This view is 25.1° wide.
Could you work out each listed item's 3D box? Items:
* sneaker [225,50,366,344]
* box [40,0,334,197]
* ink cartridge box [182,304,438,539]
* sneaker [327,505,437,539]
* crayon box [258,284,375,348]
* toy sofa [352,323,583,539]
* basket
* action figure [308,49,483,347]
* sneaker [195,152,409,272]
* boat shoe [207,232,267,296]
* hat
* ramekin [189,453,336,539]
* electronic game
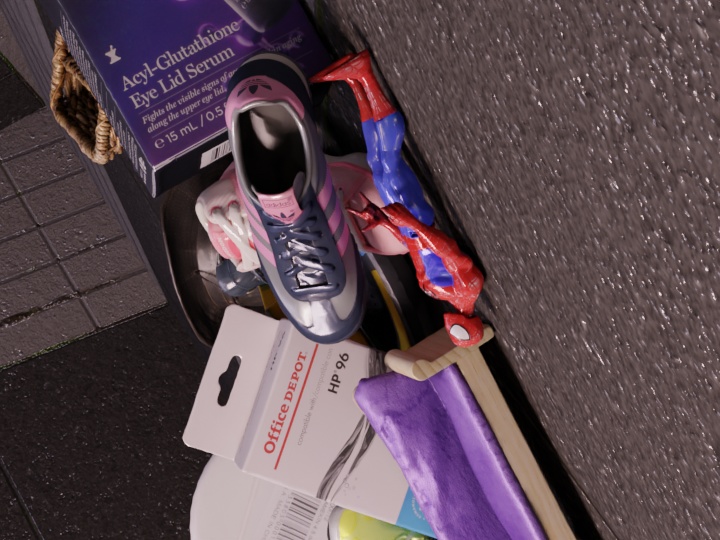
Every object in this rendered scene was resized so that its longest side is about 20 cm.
[{"bbox_3d":[-0.047,-0.035,1.039,0.082,0.069,0.202,-77,-29,-70],"label":"sneaker"},{"bbox_3d":[-0.130,-0.177,1.119,0.201,0.147,0.104,59,170,3],"label":"box"},{"bbox_3d":[-0.019,0.109,1.184,0.198,0.117,0.068,19,176,-10],"label":"ink cartridge box"},{"bbox_3d":[0.063,0.236,1.235,0.199,0.076,0.076,37,161,-9],"label":"sneaker"},{"bbox_3d":[-0.026,0.055,1.316,0.126,0.051,0.200,54,-179,-10],"label":"crayon box"},{"bbox_3d":[0.082,0.141,1.118,0.201,0.097,0.083,62,170,-8],"label":"toy sofa"},{"bbox_3d":[-0.242,-0.216,1.549,0.200,0.148,0.144,45,162,58],"label":"basket"},{"bbox_3d":[0.028,-0.040,1.029,0.201,0.051,0.065,60,165,-11],"label":"action figure"},{"bbox_3d":[-0.042,-0.033,1.132,0.199,0.104,0.076,22,144,49],"label":"sneaker"},{"bbox_3d":[-0.093,-0.033,1.367,0.075,0.062,0.200,52,-169,-24],"label":"boat shoe"},{"bbox_3d":[-0.108,-0.024,1.564,0.080,0.201,0.202,0,129,32],"label":"hat"},{"bbox_3d":[-0.045,0.208,1.330,0.201,0.200,0.098,57,-176,15],"label":"ramekin"},{"bbox_3d":[0.000,0.000,1.278,0.201,0.041,0.200,57,169,16],"label":"electronic game"}]
